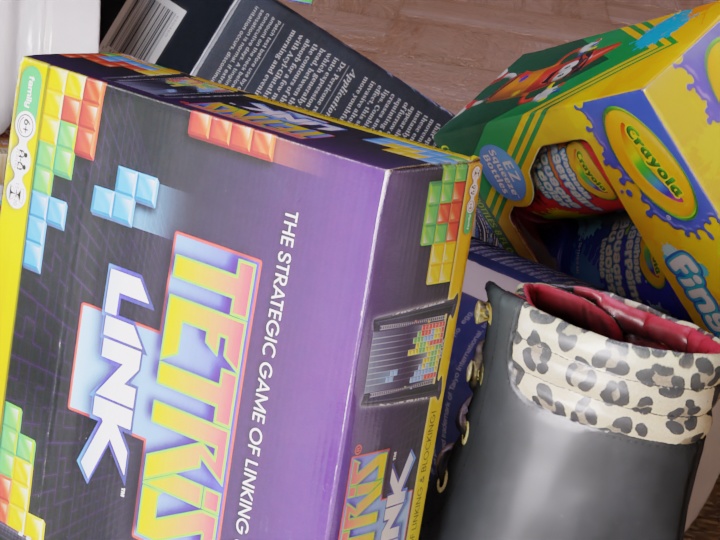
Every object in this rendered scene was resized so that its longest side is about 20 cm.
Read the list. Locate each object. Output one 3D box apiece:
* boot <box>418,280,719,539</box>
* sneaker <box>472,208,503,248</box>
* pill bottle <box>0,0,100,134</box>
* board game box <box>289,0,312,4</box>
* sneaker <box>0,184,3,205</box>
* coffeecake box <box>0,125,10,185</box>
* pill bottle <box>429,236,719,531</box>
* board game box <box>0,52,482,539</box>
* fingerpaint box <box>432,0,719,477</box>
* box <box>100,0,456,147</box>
[{"bbox_3d":[0.035,0.072,0.749,0.203,0.155,0.073,20,18,36],"label":"boot"},{"bbox_3d":[0.000,0.000,1.118,0.085,0.078,0.199,13,-15,-41],"label":"sneaker"},{"bbox_3d":[-0.242,-0.129,1.149,0.199,0.115,0.114,2,15,-11],"label":"pill bottle"},{"bbox_3d":[-0.101,-0.198,1.217,0.134,0.029,0.200,9,18,-12],"label":"board game box"},{"bbox_3d":[-0.135,-0.009,1.105,0.199,0.078,0.091,6,9,20],"label":"sneaker"},{"bbox_3d":[-0.207,-0.055,1.256,0.152,0.074,0.200,2,16,-20],"label":"coffeecake box"},{"bbox_3d":[0.055,0.047,0.940,0.111,0.112,0.199,-5,20,-42],"label":"pill bottle"},{"bbox_3d":[-0.055,0.041,0.727,0.165,0.201,0.057,18,16,36],"label":"board game box"},{"bbox_3d":[0.145,-0.005,0.935,0.073,0.201,0.167,-41,16,-25],"label":"fingerpaint box"},{"bbox_3d":[-0.056,-0.103,1.289,0.200,0.107,0.148,29,4,-38],"label":"box"}]
